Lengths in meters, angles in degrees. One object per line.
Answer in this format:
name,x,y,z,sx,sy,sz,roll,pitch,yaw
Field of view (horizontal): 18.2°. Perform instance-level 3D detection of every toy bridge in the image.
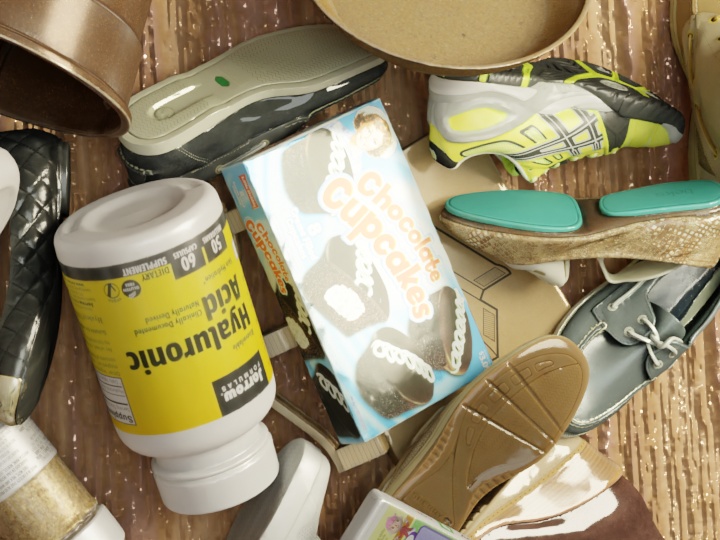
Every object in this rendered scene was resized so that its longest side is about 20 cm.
toy bridge,-0.052,0.045,1.514,0.067,0.027,0.201,-24,97,10

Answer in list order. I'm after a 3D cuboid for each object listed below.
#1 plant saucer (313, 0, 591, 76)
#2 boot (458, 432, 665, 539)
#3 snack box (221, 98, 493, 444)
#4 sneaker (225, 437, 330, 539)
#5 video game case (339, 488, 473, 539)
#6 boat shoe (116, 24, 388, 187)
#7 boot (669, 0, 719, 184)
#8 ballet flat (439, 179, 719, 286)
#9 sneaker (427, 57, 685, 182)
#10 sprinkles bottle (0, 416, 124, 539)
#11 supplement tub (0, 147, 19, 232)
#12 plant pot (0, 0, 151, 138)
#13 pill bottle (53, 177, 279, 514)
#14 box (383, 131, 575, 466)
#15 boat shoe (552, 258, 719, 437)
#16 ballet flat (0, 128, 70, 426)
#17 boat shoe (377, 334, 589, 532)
plant saucer,0.053,-0.191,1.497,0.199,0.036,0.201,5,48,-6
boot,0.128,0.223,1.545,0.200,0.072,0.167,-43,98,-13
snack box,0.000,0.000,1.492,0.116,0.037,0.201,-27,97,-29
sneaker,-0.039,0.220,1.511,0.115,0.074,0.201,23,94,-15
video game case,0.029,0.267,1.488,0.182,0.022,0.201,30,95,-25
boat shoe,-0.070,-0.109,1.508,0.199,0.072,0.068,-25,135,-19
boot,0.265,-0.151,1.524,0.072,0.155,0.201,2,77,-9
ballet flat,0.153,-0.020,1.523,0.199,0.071,0.066,-1,118,5
sneaker,0.130,-0.102,1.544,0.199,0.075,0.077,6,110,-24
sprinkles bottle,-0.238,0.117,1.459,0.068,0.068,0.200,-39,99,-10
supplement tub,-0.324,-0.066,1.382,0.200,0.140,0.141,36,82,5
plant pot,-0.204,-0.214,1.410,0.199,0.200,0.199,22,78,-13
pill bottle,-0.118,0.051,1.455,0.111,0.111,0.201,-21,112,-12
box,0.051,0.019,1.551,0.163,0.021,0.201,-31,98,-12
boat shoe,0.197,0.034,1.551,0.200,0.062,0.073,-46,104,-20
ballet flat,-0.221,0.004,1.453,0.056,0.067,0.201,3,69,-1
boat shoe,0.069,0.117,1.510,0.200,0.065,0.071,-44,106,-4
